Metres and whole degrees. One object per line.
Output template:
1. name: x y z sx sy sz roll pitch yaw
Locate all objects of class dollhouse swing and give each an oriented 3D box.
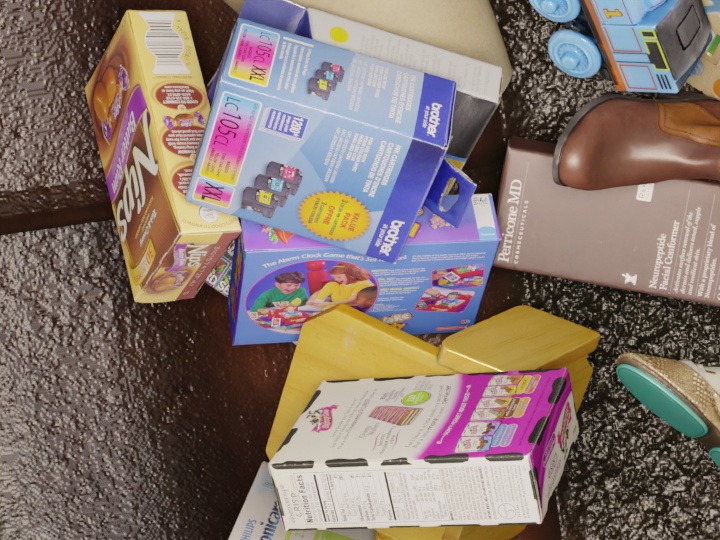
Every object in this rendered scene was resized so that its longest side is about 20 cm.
1. dollhouse swing: 0.055 0.113 1.626 0.176 0.182 0.201 31 121 26

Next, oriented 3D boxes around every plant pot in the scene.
1. plant pot: 0.022 -0.202 1.558 0.187 0.187 0.200 -37 111 11

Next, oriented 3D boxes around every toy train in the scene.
1. toy train: 0.187 -0.223 1.512 0.114 0.087 0.200 6 138 38

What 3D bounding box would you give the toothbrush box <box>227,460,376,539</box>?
1. toothbrush box: -0.012 0.254 1.641 0.199 0.146 0.086 18 113 3

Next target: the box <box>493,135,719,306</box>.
1. box: 0.208 -0.040 1.609 0.199 0.075 0.101 10 102 6

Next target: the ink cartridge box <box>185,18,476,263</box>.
1. ink cartridge box: -0.015 -0.089 1.456 0.199 0.077 0.137 15 139 -6

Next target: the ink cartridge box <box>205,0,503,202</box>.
1. ink cartridge box: -0.017 -0.110 1.527 0.199 0.047 0.198 15 144 -10

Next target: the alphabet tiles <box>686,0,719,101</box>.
1. alphabet tiles: 0.264 -0.209 1.536 0.200 0.006 0.167 35 144 12

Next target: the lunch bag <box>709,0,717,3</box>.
1. lunch bag: 0.323 -0.305 1.496 0.170 0.124 0.201 -5 96 43

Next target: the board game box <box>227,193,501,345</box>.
1. board game box: 0.000 0.000 1.575 0.199 0.135 0.045 -3 56 -11

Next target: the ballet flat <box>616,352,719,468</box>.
1. ballet flat: 0.298 0.121 1.642 0.200 0.070 0.065 43 74 -6

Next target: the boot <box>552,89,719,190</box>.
1. boot: 0.267 -0.072 1.493 0.200 0.188 0.069 28 117 42

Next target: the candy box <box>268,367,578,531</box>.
1. candy box: 0.049 0.132 1.472 0.199 0.136 0.061 -3 113 20

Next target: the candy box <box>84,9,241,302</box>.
1. candy box: -0.157 -0.090 1.569 0.056 0.117 0.201 -4 64 -28

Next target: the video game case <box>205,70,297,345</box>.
1. video game case: -0.070 -0.059 1.651 0.200 0.036 0.182 35 101 -1
